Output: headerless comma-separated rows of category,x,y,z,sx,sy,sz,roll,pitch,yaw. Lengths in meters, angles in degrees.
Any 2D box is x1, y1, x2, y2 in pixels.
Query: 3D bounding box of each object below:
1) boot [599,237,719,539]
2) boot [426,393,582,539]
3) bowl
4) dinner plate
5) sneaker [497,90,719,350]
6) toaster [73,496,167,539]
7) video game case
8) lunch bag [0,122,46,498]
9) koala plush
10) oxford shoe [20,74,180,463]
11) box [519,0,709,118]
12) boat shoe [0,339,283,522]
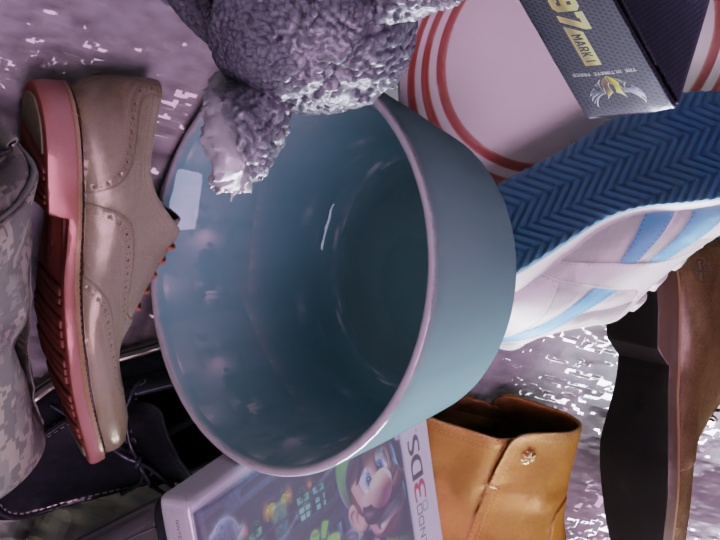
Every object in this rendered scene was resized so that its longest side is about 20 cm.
boot,0.176,0.078,1.555,0.075,0.074,0.200,-6,106,-29
boot,0.098,0.143,1.597,0.201,0.071,0.144,14,119,-22
bowl,0.000,0.000,1.400,0.105,0.201,0.201,3,126,-43
dinner plate,0.112,-0.113,1.446,0.200,0.024,0.200,-9,127,-12
sneaker,0.138,-0.026,1.465,0.200,0.077,0.081,-22,141,2
toaster,-0.107,0.203,1.525,0.129,0.114,0.200,-22,153,15
video game case,-0.021,0.157,1.468,0.200,0.023,0.182,-33,121,-47
lunch bag,-0.229,0.034,1.363,0.168,0.139,0.200,-19,133,-27
koala plush,-0.029,-0.136,1.267,0.177,0.200,0.184,-40,128,11
oxford shoe,-0.120,0.001,1.402,0.074,0.071,0.200,-10,116,-19
box,0.115,-0.193,1.286,0.051,0.200,0.158,-4,137,31
boat shoe,-0.111,0.081,1.486,0.200,0.062,0.075,-24,131,0
